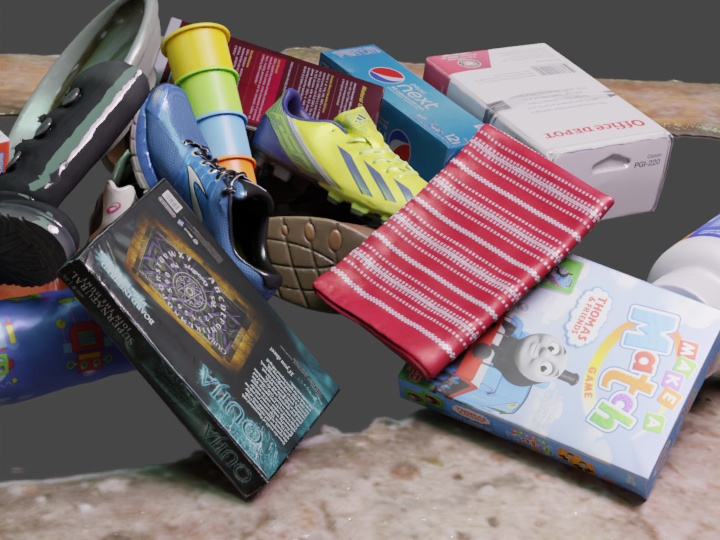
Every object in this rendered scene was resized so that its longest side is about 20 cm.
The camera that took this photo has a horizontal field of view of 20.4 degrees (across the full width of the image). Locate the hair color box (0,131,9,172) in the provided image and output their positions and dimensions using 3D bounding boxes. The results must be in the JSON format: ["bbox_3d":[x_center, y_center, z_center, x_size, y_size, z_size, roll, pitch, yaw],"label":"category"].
[{"bbox_3d":[-0.395,-0.086,1.601,0.199,0.064,0.111,-13,36,-36],"label":"hair color box"}]

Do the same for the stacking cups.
[{"bbox_3d":[-0.114,-0.102,1.620,0.060,0.061,0.201,-5,65,-24],"label":"stacking cups"}]

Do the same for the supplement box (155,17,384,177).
[{"bbox_3d":[-0.087,-0.136,1.727,0.199,0.061,0.109,18,45,-4],"label":"supplement box"}]

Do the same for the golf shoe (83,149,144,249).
[{"bbox_3d":[-0.161,-0.061,1.606,0.077,0.089,0.200,12,29,8],"label":"golf shoe"}]

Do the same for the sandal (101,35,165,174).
[{"bbox_3d":[-0.194,-0.141,1.771,0.080,0.054,0.201,14,44,-7],"label":"sandal"}]

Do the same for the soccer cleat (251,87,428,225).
[{"bbox_3d":[0.000,-0.088,1.611,0.199,0.084,0.065,26,0,26],"label":"soccer cleat"}]

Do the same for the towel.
[{"bbox_3d":[0.074,-0.018,1.497,0.200,0.023,0.144,-42,49,-13],"label":"towel"}]

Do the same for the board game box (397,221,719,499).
[{"bbox_3d":[0.149,0.062,1.468,0.199,0.037,0.152,22,63,18],"label":"board game box"}]

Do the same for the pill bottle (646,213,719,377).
[{"bbox_3d":[0.294,0.015,1.583,0.112,0.113,0.200,27,34,27],"label":"pill bottle"}]

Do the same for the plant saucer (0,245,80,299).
[{"bbox_3d":[-0.308,0.002,1.507,0.199,0.032,0.201,7,31,-4],"label":"plant saucer"}]

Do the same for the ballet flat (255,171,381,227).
[{"bbox_3d":[-0.002,-0.046,1.678,0.199,0.057,0.067,6,69,-2],"label":"ballet flat"}]

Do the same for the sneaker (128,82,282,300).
[{"bbox_3d":[-0.109,-0.057,1.523,0.078,0.089,0.201,1,62,-59],"label":"sneaker"}]

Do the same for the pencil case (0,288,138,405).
[{"bbox_3d":[-0.211,0.048,1.409,0.199,0.079,0.087,-12,10,-32],"label":"pencil case"}]

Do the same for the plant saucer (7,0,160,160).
[{"bbox_3d":[-0.221,-0.142,1.664,0.050,0.200,0.200,37,21,-23],"label":"plant saucer"}]

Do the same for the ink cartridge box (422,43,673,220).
[{"bbox_3d":[0.164,-0.124,1.810,0.145,0.085,0.200,-10,34,-31],"label":"ink cartridge box"}]

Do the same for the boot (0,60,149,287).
[{"bbox_3d":[-0.211,-0.074,1.448,0.164,0.066,0.200,-7,35,46],"label":"boot"}]

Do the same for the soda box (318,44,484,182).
[{"bbox_3d":[0.038,-0.131,1.800,0.064,0.068,0.200,-11,36,-34],"label":"soda box"}]

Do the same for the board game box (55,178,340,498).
[{"bbox_3d":[-0.109,0.044,1.382,0.200,0.028,0.135,51,33,-6],"label":"board game box"}]

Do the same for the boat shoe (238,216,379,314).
[{"bbox_3d":[0.000,0.000,1.578,0.199,0.072,0.068,8,2,-6],"label":"boat shoe"}]
